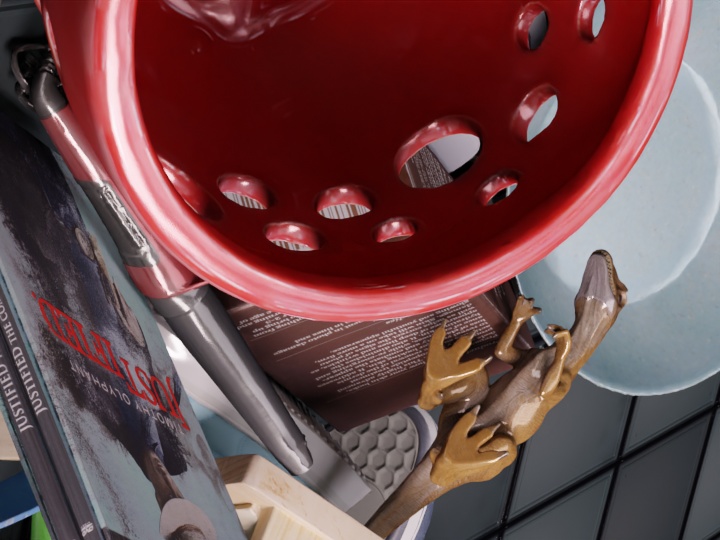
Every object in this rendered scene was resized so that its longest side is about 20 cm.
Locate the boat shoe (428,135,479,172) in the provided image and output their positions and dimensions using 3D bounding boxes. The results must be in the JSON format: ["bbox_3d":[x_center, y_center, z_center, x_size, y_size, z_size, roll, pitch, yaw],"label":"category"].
[{"bbox_3d":[-0.028,-0.086,1.026,0.200,0.071,0.070,9,59,-47],"label":"boat shoe"}]

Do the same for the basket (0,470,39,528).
[{"bbox_3d":[-0.158,0.158,0.864,0.176,0.139,0.200,-18,133,-59],"label":"basket"}]

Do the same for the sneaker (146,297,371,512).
[{"bbox_3d":[-0.066,0.074,1.065,0.082,0.074,0.200,-43,139,-1],"label":"sneaker"}]

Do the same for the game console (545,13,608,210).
[{"bbox_3d":[0.169,-0.147,1.236,0.176,0.116,0.201,-39,123,-60],"label":"game console"}]

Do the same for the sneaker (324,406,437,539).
[{"bbox_3d":[0.013,0.153,1.249,0.146,0.077,0.203,6,115,-52],"label":"sneaker"}]

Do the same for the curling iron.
[{"bbox_3d":[-0.067,-0.004,0.942,0.200,0.026,0.050,58,36,-19],"label":"curling iron"}]

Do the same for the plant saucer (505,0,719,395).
[{"bbox_3d":[0.135,-0.043,1.193,0.201,0.039,0.202,-8,104,-35],"label":"plant saucer"}]

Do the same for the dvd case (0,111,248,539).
[{"bbox_3d":[-0.094,0.032,0.867,0.022,0.200,0.146,-28,154,10],"label":"dvd case"}]

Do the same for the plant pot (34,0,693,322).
[{"bbox_3d":[-0.015,-0.106,0.842,0.200,0.183,0.201,-8,114,-18],"label":"plant pot"}]

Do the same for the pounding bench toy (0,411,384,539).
[{"bbox_3d":[-0.086,0.156,0.989,0.200,0.124,0.156,37,61,-29],"label":"pounding bench toy"}]

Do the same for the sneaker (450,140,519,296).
[{"bbox_3d":[0.051,-0.009,1.252,0.200,0.078,0.086,-55,178,-38],"label":"sneaker"}]

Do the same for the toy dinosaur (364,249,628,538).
[{"bbox_3d":[0.044,0.074,1.062,0.200,0.060,0.106,-42,159,1],"label":"toy dinosaur"}]

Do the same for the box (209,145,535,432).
[{"bbox_3d":[0.000,0.000,1.066,0.200,0.100,0.075,49,22,-66],"label":"box"}]

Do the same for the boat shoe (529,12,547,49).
[{"bbox_3d":[0.034,-0.123,1.120,0.068,0.072,0.200,-63,161,-15],"label":"boat shoe"}]
